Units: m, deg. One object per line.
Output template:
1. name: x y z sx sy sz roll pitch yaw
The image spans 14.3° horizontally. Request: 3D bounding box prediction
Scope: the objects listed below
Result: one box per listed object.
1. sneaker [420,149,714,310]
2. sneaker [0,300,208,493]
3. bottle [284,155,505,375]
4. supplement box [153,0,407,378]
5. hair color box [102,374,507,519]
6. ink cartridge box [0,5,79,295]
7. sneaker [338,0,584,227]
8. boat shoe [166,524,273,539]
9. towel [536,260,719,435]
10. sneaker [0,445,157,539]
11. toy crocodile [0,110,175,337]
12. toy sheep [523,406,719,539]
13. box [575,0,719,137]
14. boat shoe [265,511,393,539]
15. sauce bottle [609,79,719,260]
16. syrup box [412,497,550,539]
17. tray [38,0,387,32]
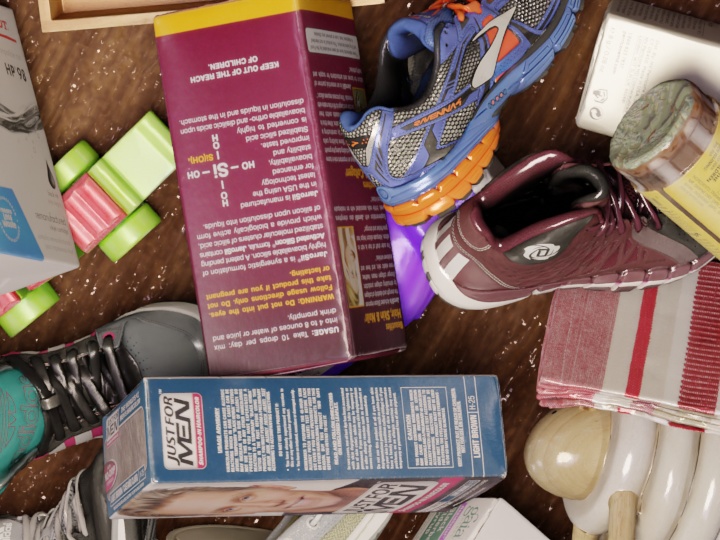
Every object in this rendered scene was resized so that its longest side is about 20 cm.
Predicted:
1. sneaker: 0.138 -0.034 1.558 0.199 0.116 0.076 -17 75 -18
2. sneaker: -0.176 0.073 1.633 0.200 0.121 0.084 -19 93 32
3. bottle: 0.000 0.000 1.646 0.200 0.065 0.084 -36 92 14
4. supplement box: -0.043 -0.045 1.564 0.085 0.110 0.201 -9 89 17
5. hair color box: -0.031 0.096 1.552 0.199 0.100 0.061 1 74 -19
6. ink cartridge box: -0.231 -0.090 1.604 0.067 0.116 0.201 -18 81 16
7. sneaker: 0.056 -0.122 1.560 0.078 0.075 0.200 43 62 -28
8. boat shoe: -0.023 0.201 1.696 0.199 0.073 0.063 14 104 -1
9. towel: 0.202 0.043 1.592 0.199 0.144 0.023 11 127 5
10. sneaker: -0.176 0.156 1.654 0.115 0.075 0.200 8 147 2
11. toy crocodile: -0.182 -0.017 1.671 0.200 0.062 0.068 -38 96 14
12. toy sheep: 0.185 0.119 1.616 0.199 0.138 0.138 16 106 -18
13. box: 0.224 -0.091 1.585 0.199 0.082 0.069 17 105 5
14. boat shoe: -0.030 0.144 1.628 0.065 0.202 0.074 38 149 -9
15. sauce bottle: 0.219 -0.023 1.537 0.065 0.065 0.200 -43 119 15
16. syrup box: 0.110 0.221 1.644 0.200 0.081 0.079 41 67 -15
17. tray: -0.087 -0.194 1.628 0.199 0.037 0.099 -4 103 8
